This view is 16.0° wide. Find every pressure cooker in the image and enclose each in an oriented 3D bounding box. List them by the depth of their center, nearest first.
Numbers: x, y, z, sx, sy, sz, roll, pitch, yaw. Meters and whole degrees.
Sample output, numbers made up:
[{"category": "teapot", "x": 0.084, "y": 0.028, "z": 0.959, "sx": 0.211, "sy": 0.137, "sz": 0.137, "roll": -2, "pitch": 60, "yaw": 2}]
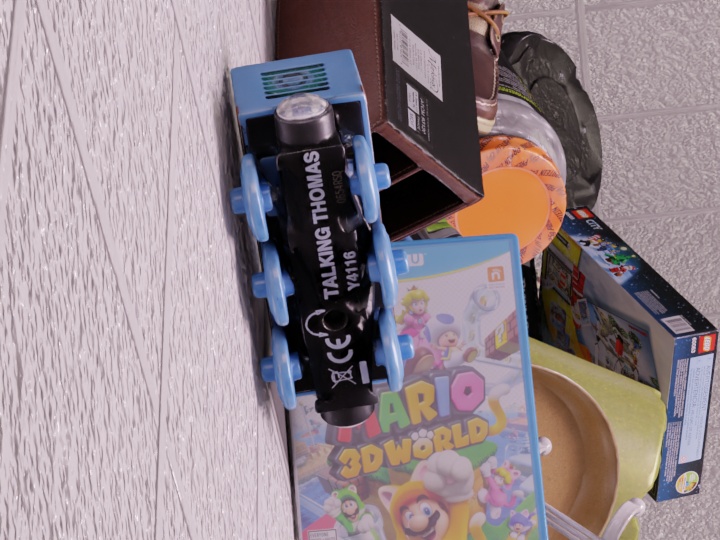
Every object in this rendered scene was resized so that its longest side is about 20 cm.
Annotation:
[{"category": "pressure cooker", "x": 0.078, "y": -0.094, "z": 2.106, "sx": 0.179, "sy": 0.200, "sz": 0.176, "roll": 57, "pitch": 39, "yaw": -30}]

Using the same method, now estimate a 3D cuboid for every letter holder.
[{"category": "letter holder", "x": -0.012, "y": -0.118, "z": 1.636, "sx": 0.101, "sy": 0.142, "sz": 0.200, "roll": 36, "pitch": 39, "yaw": -39}]

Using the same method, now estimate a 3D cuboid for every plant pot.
[{"category": "plant pot", "x": 0.069, "y": 0.140, "z": 1.635, "sx": 0.027, "sy": 0.200, "sz": 0.200, "roll": -122, "pitch": -160, "yaw": -59}, {"category": "plant pot", "x": 0.105, "y": 0.122, "z": 1.752, "sx": 0.200, "sy": 0.184, "sz": 0.201, "roll": -166, "pitch": -90, "yaw": -88}]

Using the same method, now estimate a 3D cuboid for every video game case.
[{"category": "video game case", "x": 0.030, "y": 0.081, "z": 1.483, "sx": 0.018, "sy": 0.143, "sz": 0.201, "roll": 88, "pitch": -3, "yaw": -74}]

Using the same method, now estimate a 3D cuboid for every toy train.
[{"category": "toy train", "x": -0.021, "y": -0.016, "z": 1.366, "sx": 0.114, "sy": 0.086, "sz": 0.200, "roll": -100, "pitch": -179, "yaw": -58}]

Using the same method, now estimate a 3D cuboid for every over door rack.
[{"category": "over door rack", "x": 0.080, "y": 0.175, "z": 1.558, "sx": 0.067, "sy": 0.148, "sz": 0.200, "roll": -37, "pitch": 153, "yaw": -50}]

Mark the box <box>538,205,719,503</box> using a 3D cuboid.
[{"category": "box", "x": 0.190, "y": 0.058, "z": 1.862, "sx": 0.200, "sy": 0.038, "sz": 0.137, "roll": -130, "pitch": -144, "yaw": -53}]

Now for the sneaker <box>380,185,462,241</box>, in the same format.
[{"category": "sneaker", "x": 0.033, "y": -0.010, "z": 1.657, "sx": 0.083, "sy": 0.071, "sz": 0.200, "roll": 33, "pitch": 26, "yaw": -41}]

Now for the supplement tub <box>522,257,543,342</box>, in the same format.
[{"category": "supplement tub", "x": 0.076, "y": 0.044, "z": 1.921, "sx": 0.123, "sy": 0.122, "sz": 0.201, "roll": 71, "pitch": 13, "yaw": -71}]

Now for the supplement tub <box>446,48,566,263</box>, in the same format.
[{"category": "supplement tub", "x": 0.072, "y": -0.088, "z": 1.809, "sx": 0.200, "sy": 0.122, "sz": 0.123, "roll": -114, "pitch": -166, "yaw": -59}]

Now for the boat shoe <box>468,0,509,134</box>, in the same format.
[{"category": "boat shoe", "x": 0.062, "y": -0.167, "z": 1.727, "sx": 0.072, "sy": 0.072, "sz": 0.200, "roll": -60, "pitch": -159, "yaw": 27}]

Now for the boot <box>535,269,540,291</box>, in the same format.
[{"category": "boot", "x": 0.079, "y": 0.097, "z": 2.035, "sx": 0.073, "sy": 0.153, "sz": 0.204, "roll": -74, "pitch": 158, "yaw": -78}]
